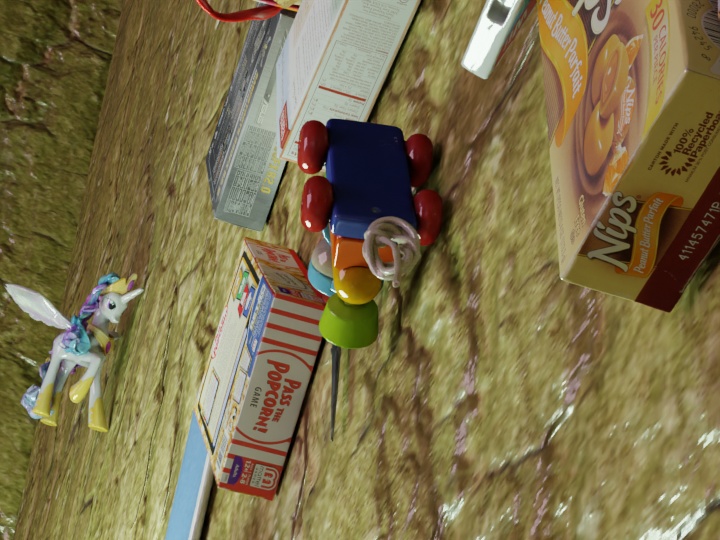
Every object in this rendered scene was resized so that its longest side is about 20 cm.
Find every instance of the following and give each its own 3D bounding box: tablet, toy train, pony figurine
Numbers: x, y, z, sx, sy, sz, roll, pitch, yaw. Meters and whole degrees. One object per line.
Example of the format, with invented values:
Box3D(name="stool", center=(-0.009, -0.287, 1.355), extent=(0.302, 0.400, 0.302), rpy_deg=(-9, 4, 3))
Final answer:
Box3D(name="tablet", center=(-0.144, 0.185, 1.717), extent=(0.130, 0.014, 0.201), rpy_deg=(138, 146, -67))
Box3D(name="toy train", center=(0.000, 0.000, 1.197), extent=(0.200, 0.084, 0.116), rpy_deg=(-96, 14, -57))
Box3D(name="pony figurine", center=(-0.362, 0.096, 2.489), extent=(0.193, 0.166, 0.201), rpy_deg=(1, 69, 43))

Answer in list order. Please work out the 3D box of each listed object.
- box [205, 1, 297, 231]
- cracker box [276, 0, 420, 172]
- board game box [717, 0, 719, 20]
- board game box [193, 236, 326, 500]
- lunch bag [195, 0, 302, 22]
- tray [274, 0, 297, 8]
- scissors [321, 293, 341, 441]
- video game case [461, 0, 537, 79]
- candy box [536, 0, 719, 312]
Box3D(name="box", center=(-0.086, -0.157, 1.785), extent=(0.158, 0.048, 0.201), rpy_deg=(-109, 37, -67))
Box3D(name="cracker box", center=(-0.006, -0.190, 1.467), extent=(0.134, 0.057, 0.200), rpy_deg=(-94, 24, -51))
Box3D(name="board game box", center=(0.190, -0.201, 0.701), extent=(0.200, 0.040, 0.154), rpy_deg=(123, 158, -53))
Box3D(name="board game box", center=(-0.079, 0.069, 1.502), extent=(0.200, 0.046, 0.152), rpy_deg=(-126, 52, -74))
Box3D(name="lunch bag", center=(-0.078, -0.281, 1.568), extent=(0.082, 0.199, 0.177), rpy_deg=(-114, 41, -63))
Box3D(name="tray", center=(0.010, -0.267, 1.351), extent=(0.200, 0.037, 0.099), rpy_deg=(-27, 37, 41))
Box3D(name="scissors", center=(-0.016, 0.041, 1.356), extent=(0.073, 0.014, 0.201), rpy_deg=(129, 152, -55))
Box3D(name="video game case", center=(0.106, -0.190, 0.914), extent=(0.143, 0.017, 0.200), rpy_deg=(-57, -4, -24))
Box3D(name="candy box", center=(0.124, -0.095, 0.824), extent=(0.200, 0.055, 0.116), rpy_deg=(-87, 19, -47))
